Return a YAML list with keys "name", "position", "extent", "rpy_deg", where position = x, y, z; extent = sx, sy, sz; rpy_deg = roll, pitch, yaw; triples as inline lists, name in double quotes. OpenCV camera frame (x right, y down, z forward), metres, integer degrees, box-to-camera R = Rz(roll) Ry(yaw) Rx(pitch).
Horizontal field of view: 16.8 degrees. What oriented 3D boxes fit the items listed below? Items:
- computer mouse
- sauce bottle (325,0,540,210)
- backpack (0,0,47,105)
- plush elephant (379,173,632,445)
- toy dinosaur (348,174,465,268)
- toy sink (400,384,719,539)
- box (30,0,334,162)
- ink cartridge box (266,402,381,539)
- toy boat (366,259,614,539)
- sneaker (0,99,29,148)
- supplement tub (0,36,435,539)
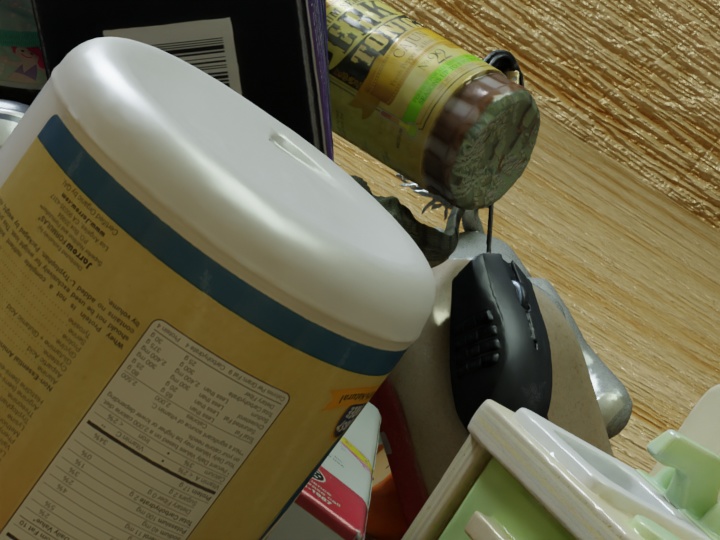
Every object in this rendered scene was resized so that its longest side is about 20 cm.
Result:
- name: "computer mouse"
  position: [0.070, -0.013, 1.131]
  extent: [0.058, 0.034, 0.201]
  rpy_deg: [19, 63, -42]
- name: "sauce bottle"
  position: [-0.011, -0.098, 1.123]
  extent: [0.200, 0.065, 0.065]
  rpy_deg: [32, 8, 28]
- name: "backpack"
  position: [-0.204, -0.115, 1.107]
  extent: [0.177, 0.151, 0.200]
  rpy_deg: [8, 23, -5]
- name: "plush elephant"
  position: [0.023, 0.041, 1.311]
  extent: [0.165, 0.154, 0.201]
  rpy_deg: [-23, -92, 59]
- name: "toy dinosaur"
  position: [0.000, 0.000, 1.089]
  extent: [0.047, 0.088, 0.200]
  rpy_deg: [37, 10, 18]
- name: "toy sink"
  position: [0.087, 0.131, 0.935]
  extent: [0.112, 0.200, 0.130]
  rpy_deg: [29, 8, -33]
- name: "box"
  position: [-0.069, -0.123, 0.989]
  extent: [0.104, 0.148, 0.200]
  rpy_deg: [-6, 38, 2]
- name: "ink cartridge box"
  position: [-0.073, 0.071, 1.013]
  extent: [0.146, 0.083, 0.200]
  rpy_deg: [36, 10, -4]
- name: "toy boat"
  position: [0.043, 0.097, 1.190]
  extent: [0.130, 0.130, 0.201]
  rpy_deg: [-14, 87, -50]
- name: "sneaker"
  position: [-0.152, -0.030, 0.919]
  extent: [0.078, 0.080, 0.200]
  rpy_deg: [19, -29, -16]
- name: "supplement tub"
  position: [-0.086, 0.042, 0.795]
  extent: [0.144, 0.200, 0.145]
  rpy_deg: [35, 12, -8]
